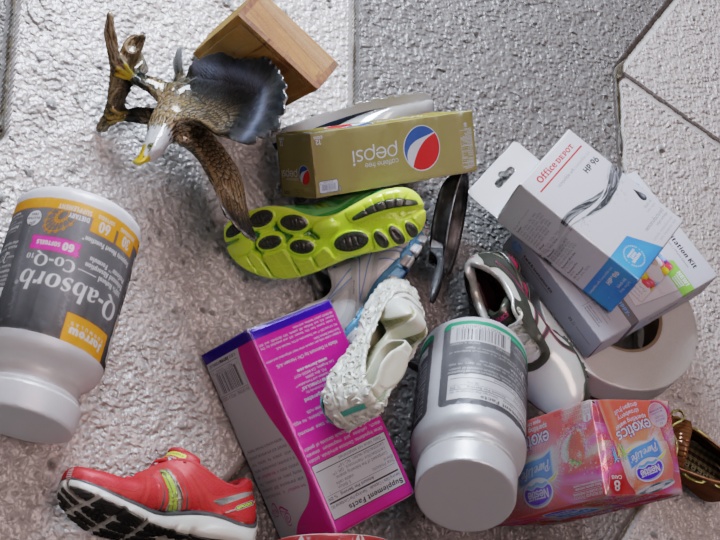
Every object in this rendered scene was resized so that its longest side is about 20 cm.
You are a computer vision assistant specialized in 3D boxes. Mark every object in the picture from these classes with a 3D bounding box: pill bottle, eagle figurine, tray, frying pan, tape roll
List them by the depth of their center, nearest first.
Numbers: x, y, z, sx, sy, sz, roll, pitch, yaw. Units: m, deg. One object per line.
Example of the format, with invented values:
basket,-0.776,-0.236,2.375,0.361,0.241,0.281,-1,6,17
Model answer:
pill bottle,-0.266,0.039,1.214,0.116,0.116,0.201,23,63,-23
eagle figurine,-0.153,-0.133,1.313,0.199,0.152,0.152,23,80,13
tray,-0.096,-0.202,1.352,0.099,0.200,0.037,42,78,-13
pill bottle,0.106,0.147,1.366,0.113,0.113,0.200,35,34,-17
frying pan,0.085,-0.020,1.465,0.031,0.115,0.191,11,58,11
tape roll,0.280,0.052,1.565,0.202,0.037,0.204,11,55,-17

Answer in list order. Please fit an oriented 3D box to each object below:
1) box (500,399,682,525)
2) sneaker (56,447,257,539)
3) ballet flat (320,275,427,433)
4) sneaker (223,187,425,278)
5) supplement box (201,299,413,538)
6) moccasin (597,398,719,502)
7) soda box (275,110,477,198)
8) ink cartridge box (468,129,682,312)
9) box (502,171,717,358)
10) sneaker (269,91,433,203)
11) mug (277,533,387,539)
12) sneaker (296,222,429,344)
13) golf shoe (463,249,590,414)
box,0.212,0.194,1.404,0.102,0.200,0.095,5,71,-31
sneaker,-0.179,0.196,1.248,0.199,0.077,0.085,21,58,-36
ballet flat,0.028,0.072,1.300,0.072,0.072,0.200,42,43,-13
sneaker,-0.034,-0.036,1.389,0.199,0.084,0.075,-9,93,0
supplement box,-0.050,0.145,1.320,0.103,0.101,0.201,-20,85,-36
moccasin,0.345,0.193,1.560,0.201,0.078,0.074,37,58,-12
soda box,0.019,-0.117,1.407,0.199,0.068,0.064,-11,100,-33
ink cartridge box,0.228,-0.067,1.503,0.200,0.068,0.116,39,52,6
box,0.277,-0.010,1.554,0.199,0.041,0.156,-24,70,-35
sneaker,-0.003,-0.134,1.472,0.199,0.076,0.081,-22,95,-29
mug,-0.025,0.348,1.266,0.133,0.178,0.201,-2,71,3
sneaker,0.000,0.000,1.423,0.086,0.075,0.200,33,50,3
golf shoe,0.164,0.071,1.471,0.201,0.077,0.088,58,18,14
